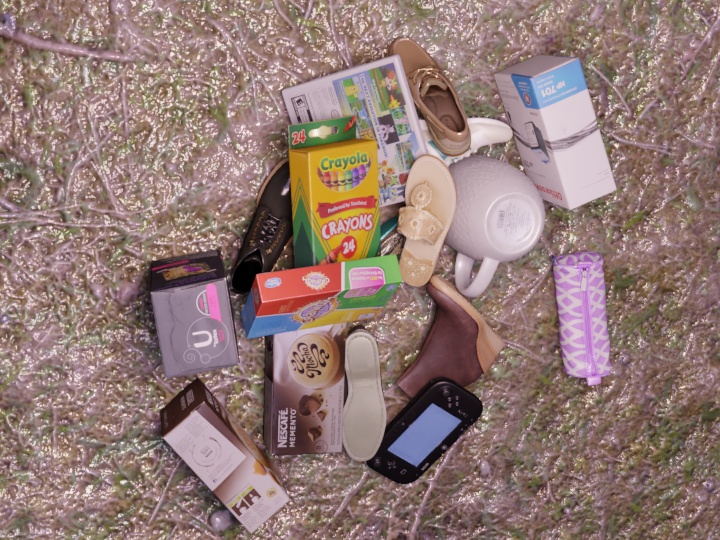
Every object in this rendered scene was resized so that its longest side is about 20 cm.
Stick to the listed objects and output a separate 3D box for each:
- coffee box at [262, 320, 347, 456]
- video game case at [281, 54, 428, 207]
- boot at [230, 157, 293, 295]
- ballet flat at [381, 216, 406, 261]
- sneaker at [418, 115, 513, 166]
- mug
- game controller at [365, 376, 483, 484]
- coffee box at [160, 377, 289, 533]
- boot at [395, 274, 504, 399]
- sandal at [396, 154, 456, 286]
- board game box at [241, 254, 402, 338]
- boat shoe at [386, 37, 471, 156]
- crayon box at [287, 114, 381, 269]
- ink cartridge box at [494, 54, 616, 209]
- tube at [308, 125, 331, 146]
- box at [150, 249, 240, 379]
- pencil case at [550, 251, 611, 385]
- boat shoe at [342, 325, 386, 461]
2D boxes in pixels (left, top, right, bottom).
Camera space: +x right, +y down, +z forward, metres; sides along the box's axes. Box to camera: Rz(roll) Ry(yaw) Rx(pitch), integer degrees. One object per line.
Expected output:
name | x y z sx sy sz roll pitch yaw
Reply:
coffee box | -0.085 0.166 1.654 0.111 0.080 0.204 0 102 -15
video game case | 0.000 -0.186 1.587 0.180 0.022 0.203 -13 106 20
boot | -0.125 -0.057 1.559 0.076 0.138 0.203 19 96 -2
ballet flat | 0.000 0.000 1.648 0.198 0.068 0.076 -33 110 -9
sneaker | 0.124 -0.174 1.622 0.196 0.070 0.095 -1 91 -2
mug | 0.184 -0.059 1.621 0.145 0.175 0.203 16 98 -16
game controller | 0.097 0.248 1.711 0.104 0.042 0.200 35 112 -16
coffee box | -0.200 0.270 1.631 0.079 0.114 0.201 -39 109 -2
boot | 0.117 0.118 1.682 0.166 0.072 0.200 -42 125 2
sandal | 0.085 -0.053 1.571 0.076 0.070 0.214 17 128 12
board game box | -0.057 0.037 1.534 0.197 0.153 0.041 -9 71 -17
boat shoe | 0.100 -0.258 1.571 0.071 0.065 0.202 -28 71 -10
crayon box | -0.035 -0.106 1.536 0.126 0.050 0.204 -16 109 -38
ink cartridge box | 0.285 -0.205 1.630 0.085 0.146 0.203 -22 106 -9
tube | -0.065 -0.106 1.576 0.057 0.052 0.204 -7 103 -24
box | -0.229 0.055 1.530 0.104 0.200 0.124 -10 104 -7
pencil case | 0.349 0.069 1.738 0.083 0.086 0.203 -12 105 -9
boat shoe | 0.003 0.185 1.690 0.070 0.061 0.205 0 102 -2
